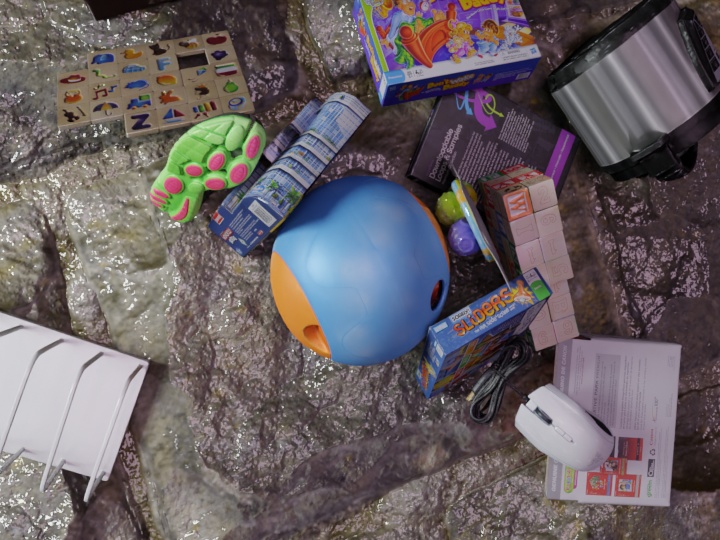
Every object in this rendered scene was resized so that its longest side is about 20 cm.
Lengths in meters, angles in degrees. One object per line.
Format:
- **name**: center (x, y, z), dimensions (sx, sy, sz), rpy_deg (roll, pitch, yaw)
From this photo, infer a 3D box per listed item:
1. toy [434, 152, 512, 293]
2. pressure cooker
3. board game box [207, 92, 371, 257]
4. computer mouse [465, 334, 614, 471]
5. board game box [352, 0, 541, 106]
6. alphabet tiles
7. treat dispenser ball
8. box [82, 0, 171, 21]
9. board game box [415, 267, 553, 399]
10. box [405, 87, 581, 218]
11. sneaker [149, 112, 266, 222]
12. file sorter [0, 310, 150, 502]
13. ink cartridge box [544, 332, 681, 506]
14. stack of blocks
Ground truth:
- **toy**: center (0.112, -0.053, 0.737), dimensions (0.046, 0.201, 0.117), rpy_deg (-26, 107, 15)
- **pressure cooker**: center (0.349, -0.208, 0.823), dimensions (0.175, 0.179, 0.202), rpy_deg (-37, 95, -5)
- **board game box**: center (-0.071, -0.125, 0.742), dimensions (0.061, 0.199, 0.201), rpy_deg (40, 68, -11)
- **computer mouse**: center (0.220, 0.171, 0.772), dimensions (0.198, 0.044, 0.111), rpy_deg (35, 100, -11)
- **board game box**: center (0.102, -0.285, 0.811), dimensions (0.195, 0.045, 0.137), rpy_deg (-14, 73, -12)
- **alphabet tiles**: center (-0.224, -0.200, 0.723), dimensions (0.195, 0.008, 0.169), rpy_deg (-14, 50, -11)
- **treat dispenser ball**: center (0.000, 0.000, 0.733), dimensions (0.195, 0.201, 0.207), rpy_deg (0, 91, -12)
- **box**: center (-0.222, -0.391, 0.698), dimensions (0.196, 0.166, 0.168), rpy_deg (-19, 95, -12)
- **board game box**: center (0.133, 0.079, 0.767), dimensions (0.133, 0.201, 0.035), rpy_deg (-28, 69, -12)
- **box**: center (0.170, -0.144, 0.855), dimensions (0.196, 0.036, 0.146), rpy_deg (25, 86, -13)
- **sneaker**: center (-0.162, -0.121, 0.707), dimensions (0.076, 0.198, 0.085), rpy_deg (37, 55, -26)
- **file sorter**: center (-0.343, 0.139, 0.698), dimensions (0.196, 0.124, 0.142), rpy_deg (21, 87, -12)
- **ink cartridge box**: center (0.306, 0.186, 0.863), dimensions (0.171, 0.084, 0.206), rpy_deg (6, 89, -10)
- **stack of blocks**: center (0.203, -0.013, 0.798), dimensions (0.057, 0.115, 0.204), rpy_deg (-18, 107, 0)
